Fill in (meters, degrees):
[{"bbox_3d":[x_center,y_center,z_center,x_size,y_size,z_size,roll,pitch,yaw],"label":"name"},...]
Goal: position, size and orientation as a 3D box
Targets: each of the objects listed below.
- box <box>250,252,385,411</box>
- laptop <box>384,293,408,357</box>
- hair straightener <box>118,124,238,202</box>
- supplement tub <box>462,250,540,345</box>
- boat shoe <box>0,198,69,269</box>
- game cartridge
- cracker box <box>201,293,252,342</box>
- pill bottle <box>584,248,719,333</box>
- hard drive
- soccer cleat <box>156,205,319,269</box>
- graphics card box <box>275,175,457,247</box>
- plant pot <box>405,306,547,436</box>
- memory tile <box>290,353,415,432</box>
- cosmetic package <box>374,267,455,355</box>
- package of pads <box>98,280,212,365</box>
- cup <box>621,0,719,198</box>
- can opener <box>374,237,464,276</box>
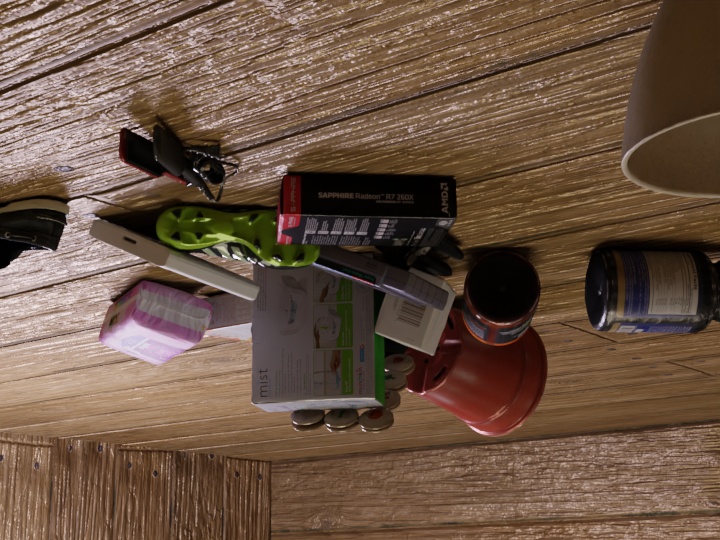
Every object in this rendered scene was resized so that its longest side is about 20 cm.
[{"bbox_3d":[-0.058,0.087,1.685,0.174,0.203,0.097,-4,166,10],"label":"box"},{"bbox_3d":[-0.001,0.073,1.854,0.198,0.105,0.177,-5,165,30],"label":"laptop"},{"bbox_3d":[-0.172,-0.104,1.251,0.076,0.042,0.200,-4,165,15],"label":"hair straightener"},{"bbox_3d":[0.195,0.046,1.725,0.105,0.109,0.200,-1,166,3],"label":"supplement tub"},{"bbox_3d":[-0.426,-0.035,1.458,0.197,0.067,0.074,-8,165,26],"label":"boat shoe"},{"bbox_3d":[0.000,0.000,1.537,0.198,0.039,0.129,19,-179,30],"label":"game cartridge"},{"bbox_3d":[-0.140,0.066,1.888,0.198,0.059,0.133,-10,165,35],"label":"cracker box"},{"bbox_3d":[0.412,0.028,1.654,0.197,0.114,0.112,1,166,-6],"label":"pill bottle"},{"bbox_3d":[-0.231,-0.012,1.542,0.131,0.027,0.199,22,179,30],"label":"hard drive"},{"bbox_3d":[-0.147,-0.042,1.473,0.197,0.069,0.081,9,174,-12],"label":"soccer cleat"},{"bbox_3d":[0.004,-0.066,1.394,0.197,0.052,0.126,2,165,-5],"label":"graphics card box"},{"bbox_3d":[0.169,0.149,1.997,0.199,0.204,0.194,-14,152,43],"label":"plant pot"},{"bbox_3d":[-0.010,0.172,1.762,0.151,0.017,0.200,-1,-154,15],"label":"memory tile"},{"bbox_3d":[0.078,0.056,1.694,0.073,0.103,0.200,20,176,9],"label":"cosmetic package"},{"bbox_3d":[-0.315,0.081,1.871,0.119,0.077,0.200,23,157,-20],"label":"package of pads"},{"bbox_3d":[0.283,-0.150,0.882,0.197,0.146,0.200,-1,166,0],"label":"cup"},{"bbox_3d":[0.080,-0.031,1.549,0.064,0.079,0.199,-49,149,17],"label":"can opener"}]
